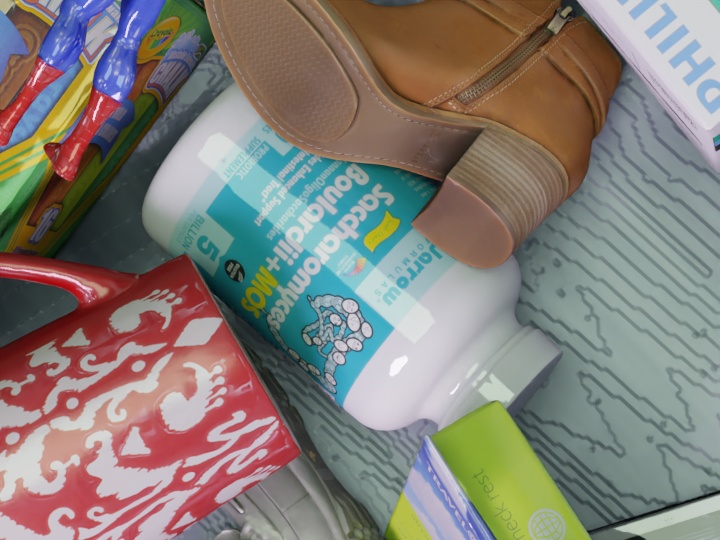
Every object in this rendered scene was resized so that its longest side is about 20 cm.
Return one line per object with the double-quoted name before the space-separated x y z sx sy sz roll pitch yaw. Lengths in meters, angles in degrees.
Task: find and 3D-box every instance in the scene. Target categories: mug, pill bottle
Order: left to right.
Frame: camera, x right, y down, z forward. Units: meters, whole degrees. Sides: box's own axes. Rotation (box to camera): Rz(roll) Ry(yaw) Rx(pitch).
"mug" -0.147 0.072 1.180 0.200 0.133 0.178 -29 123 -2
"pill bottle" 0.000 0.000 1.243 0.200 0.111 0.111 40 93 9

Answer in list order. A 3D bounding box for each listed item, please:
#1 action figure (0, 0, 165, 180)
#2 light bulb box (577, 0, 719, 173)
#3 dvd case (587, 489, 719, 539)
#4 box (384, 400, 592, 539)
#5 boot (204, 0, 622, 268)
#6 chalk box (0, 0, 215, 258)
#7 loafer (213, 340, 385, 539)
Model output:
"action figure" -0.106 -0.150 1.166 0.200 0.065 0.099 -53 36 12
"light bulb box" 0.148 -0.163 1.185 0.125 0.200 0.198 -39 82 5
"dvd case" 0.208 0.174 1.244 0.200 0.025 0.151 -18 84 8
"box" 0.067 0.137 1.174 0.048 0.200 0.122 -31 77 -13
"boot" 0.029 -0.108 1.223 0.200 0.155 0.074 45 136 -9
"chalk box" -0.153 -0.120 1.268 0.124 0.125 0.200 38 94 9
"loafer" -0.038 0.124 1.267 0.070 0.070 0.200 -37 74 10
